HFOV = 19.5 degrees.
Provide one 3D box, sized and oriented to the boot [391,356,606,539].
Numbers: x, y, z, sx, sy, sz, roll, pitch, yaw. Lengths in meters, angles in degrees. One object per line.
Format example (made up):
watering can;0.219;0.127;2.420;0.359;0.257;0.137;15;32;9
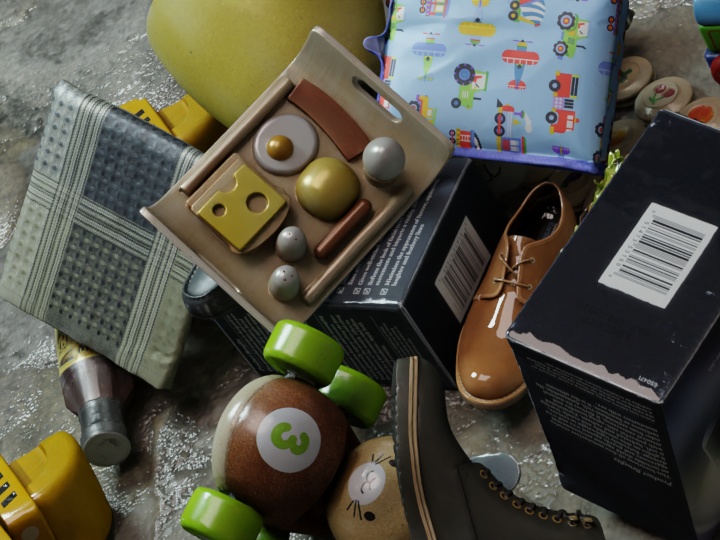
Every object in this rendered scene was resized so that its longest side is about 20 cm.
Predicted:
boot;0.095;0.150;1.389;0.138;0.077;0.200;-8;87;0

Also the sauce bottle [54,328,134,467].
sauce bottle;-0.221;0.081;1.755;0.066;0.066;0.200;-28;40;8

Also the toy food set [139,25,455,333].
toy food set;-0.046;-0.065;1.550;0.143;0.060;0.200;41;75;6

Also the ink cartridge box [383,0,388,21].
ink cartridge box;-0.033;-0.305;1.992;0.144;0.084;0.200;-18;42;21

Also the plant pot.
plant pot;-0.057;-0.175;1.711;0.200;0.200;0.142;-30;64;6

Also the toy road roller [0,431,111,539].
toy road roller;-0.253;0.210;1.609;0.146;0.123;0.200;-32;37;-14

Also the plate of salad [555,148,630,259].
plate of salad;0.165;-0.007;1.491;0.048;0.200;0.200;27;61;2

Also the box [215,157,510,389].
box;0.000;0.000;1.647;0.200;0.107;0.149;2;53;36

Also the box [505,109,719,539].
box;0.213;0.041;1.372;0.123;0.199;0.200;24;66;30

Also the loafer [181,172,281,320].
loafer;-0.078;-0.050;1.612;0.068;0.070;0.201;13;59;43

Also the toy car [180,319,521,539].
toy car;0.007;0.153;1.471;0.200;0.158;0.165;18;74;31

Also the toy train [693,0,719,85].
toy train;0.347;-0.206;1.601;0.200;0.116;0.085;3;53;37

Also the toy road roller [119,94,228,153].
toy road roller;-0.165;-0.077;1.823;0.146;0.123;0.200;-28;40;-10

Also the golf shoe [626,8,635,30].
golf shoe;0.137;-0.208;1.771;0.200;0.077;0.088;11;64;55

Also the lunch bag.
lunch bag;0.098;-0.161;1.619;0.200;0.094;0.151;8;92;11

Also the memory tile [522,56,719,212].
memory tile;0.195;-0.113;1.694;0.153;0.017;0.200;-43;40;-9

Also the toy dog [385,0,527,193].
toy dog;0.075;-0.161;1.709;0.132;0.096;0.200;-59;43;19

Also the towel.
towel;-0.197;-0.027;1.699;0.192;0.035;0.200;28;109;24

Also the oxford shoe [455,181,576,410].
oxford shoe;0.113;0.015;1.564;0.071;0.071;0.200;7;51;18
